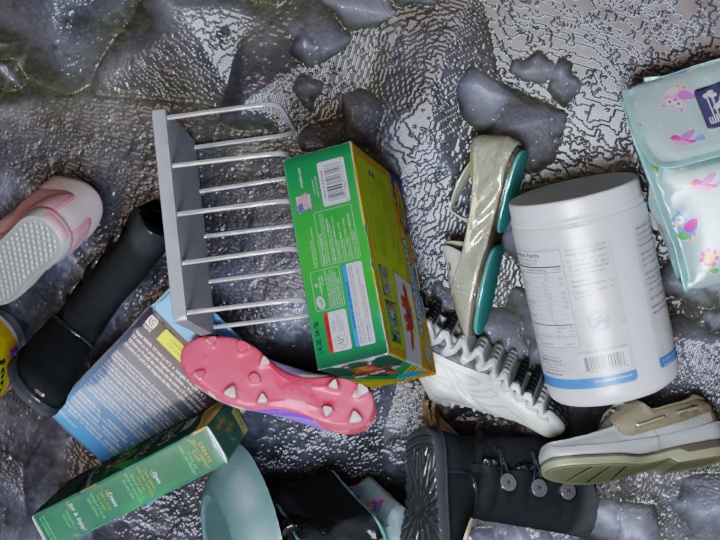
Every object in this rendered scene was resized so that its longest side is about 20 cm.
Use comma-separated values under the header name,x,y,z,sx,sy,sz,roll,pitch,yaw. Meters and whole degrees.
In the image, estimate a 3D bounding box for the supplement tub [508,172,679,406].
name,x,y,z,sx,sy,sz,roll,pitch,yaw
supplement tub,0.223,0.018,1.486,0.132,0.132,0.201,-11,99,10

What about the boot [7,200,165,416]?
name,x,y,z,sx,sy,sz,roll,pitch,yaw
boot,-0.256,0.033,1.535,0.066,0.165,0.200,40,104,-18

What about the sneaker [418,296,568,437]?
name,x,y,z,sx,sy,sz,roll,pitch,yaw
sneaker,0.116,0.109,1.556,0.200,0.075,0.081,34,112,8

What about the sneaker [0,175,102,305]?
name,x,y,z,sx,sy,sz,roll,pitch,yaw
sneaker,-0.335,-0.033,1.590,0.200,0.105,0.075,-25,108,41

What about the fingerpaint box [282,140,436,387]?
name,x,y,z,sx,sy,sz,roll,pitch,yaw
fingerpaint box,0.000,0.000,1.460,0.073,0.167,0.201,-14,77,15

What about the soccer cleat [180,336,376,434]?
name,x,y,z,sx,sy,sz,roll,pitch,yaw
soccer cleat,-0.082,0.118,1.533,0.199,0.077,0.067,15,69,2

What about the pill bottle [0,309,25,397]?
name,x,y,z,sx,sy,sz,roll,pitch,yaw
pill bottle,-0.401,0.095,1.552,0.104,0.200,0.105,2,103,7

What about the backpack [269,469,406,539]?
name,x,y,z,sx,sy,sz,roll,pitch,yaw
backpack,-0.009,0.314,1.558,0.153,0.176,0.201,-13,106,-21

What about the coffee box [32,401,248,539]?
name,x,y,z,sx,sy,sz,roll,pitch,yaw
coffee box,-0.212,0.196,1.524,0.200,0.123,0.044,-27,95,11

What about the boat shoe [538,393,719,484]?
name,x,y,z,sx,sy,sz,roll,pitch,yaw
boat shoe,0.260,0.164,1.519,0.199,0.075,0.069,-2,68,-23

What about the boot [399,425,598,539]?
name,x,y,z,sx,sy,sz,roll,pitch,yaw
boot,0.138,0.240,1.508,0.200,0.066,0.165,11,77,-32

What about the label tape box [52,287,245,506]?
name,x,y,z,sx,sy,sz,roll,pitch,yaw
label tape box,-0.198,0.120,1.601,0.143,0.066,0.200,44,100,-3

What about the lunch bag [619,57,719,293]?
name,x,y,z,sx,sy,sz,roll,pitch,yaw
lunch bag,0.346,-0.100,1.450,0.170,0.122,0.201,-17,95,9

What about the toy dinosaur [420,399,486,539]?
name,x,y,z,sx,sy,sz,roll,pitch,yaw
toy dinosaur,0.111,0.225,1.594,0.101,0.058,0.201,-7,93,24

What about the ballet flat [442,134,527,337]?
name,x,y,z,sx,sy,sz,roll,pitch,yaw
ballet flat,0.113,-0.037,1.531,0.062,0.067,0.201,16,96,19

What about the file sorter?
name,x,y,z,sx,sy,sz,roll,pitch,yaw
file sorter,-0.116,-0.050,1.489,0.124,0.139,0.201,-8,81,4

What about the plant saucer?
name,x,y,z,sx,sy,sz,roll,pitch,yaw
plant saucer,-0.125,0.273,1.557,0.039,0.201,0.202,-10,102,-23
